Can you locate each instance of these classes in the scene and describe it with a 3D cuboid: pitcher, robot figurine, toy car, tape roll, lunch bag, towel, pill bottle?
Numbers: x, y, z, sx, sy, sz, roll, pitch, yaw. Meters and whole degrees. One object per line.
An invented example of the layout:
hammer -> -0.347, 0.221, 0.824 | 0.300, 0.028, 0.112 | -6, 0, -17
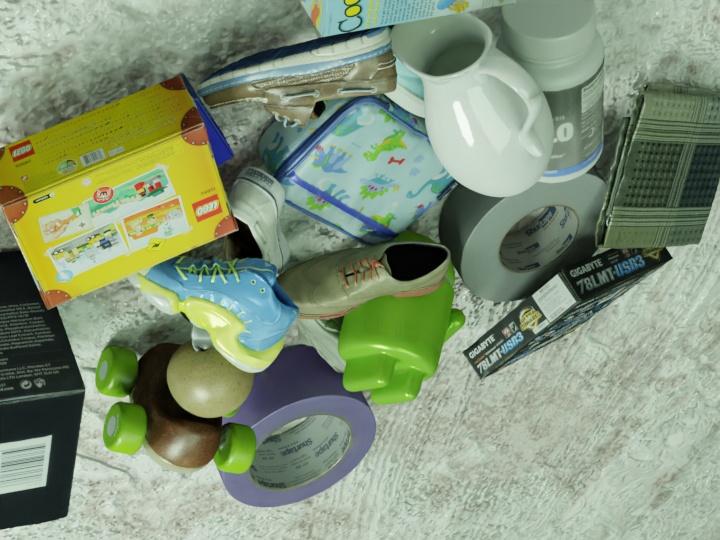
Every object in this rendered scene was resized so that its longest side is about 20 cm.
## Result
pitcher -> 0.128, -0.152, 1.524 | 0.121, 0.171, 0.200 | -44, 137, -9
robot figurine -> 0.042, 0.046, 1.774 | 0.175, 0.201, 0.115 | 26, 155, -32
toy car -> -0.168, 0.104, 1.710 | 0.163, 0.158, 0.200 | 14, 129, -30
tape roll -> 0.192, -0.057, 1.843 | 0.199, 0.066, 0.201 | -18, 140, -16
lunch bag -> 0.002, -0.114, 1.651 | 0.161, 0.083, 0.200 | -40, 140, 19
towel -> 0.355, -0.120, 1.847 | 0.199, 0.034, 0.194 | -2, 113, -42
tape roll -> -0.087, 0.190, 1.922 | 0.199, 0.085, 0.201 | -17, 139, -15
pill bottle -> 0.197, -0.197, 1.654 | 0.113, 0.114, 0.201 | -22, 140, -10

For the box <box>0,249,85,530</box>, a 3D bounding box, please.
box -> -0.359, 0.119, 1.579 | 0.117, 0.201, 0.197 | -7, 137, -25

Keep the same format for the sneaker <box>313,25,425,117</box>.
sneaker -> 0.048, -0.215, 1.574 | 0.082, 0.074, 0.199 | -43, 141, 21

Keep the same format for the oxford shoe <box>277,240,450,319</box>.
oxford shoe -> 0.000, 0.000, 1.678 | 0.199, 0.071, 0.075 | -15, 165, -14

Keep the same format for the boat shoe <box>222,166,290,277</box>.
boat shoe -> -0.116, -0.027, 1.639 | 0.070, 0.071, 0.200 | -57, 171, -25

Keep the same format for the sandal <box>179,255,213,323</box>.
sandal -> -0.174, 0.006, 1.683 | 0.079, 0.058, 0.201 | -11, 141, 37

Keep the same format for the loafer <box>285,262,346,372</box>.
loafer -> -0.047, 0.062, 1.820 | 0.069, 0.070, 0.200 | -14, 136, 29

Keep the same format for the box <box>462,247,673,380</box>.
box -> 0.247, 0.040, 1.903 | 0.199, 0.050, 0.198 | -21, 166, -43

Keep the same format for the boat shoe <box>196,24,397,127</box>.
boat shoe -> -0.060, -0.173, 1.493 | 0.199, 0.072, 0.073 | -11, 109, 24

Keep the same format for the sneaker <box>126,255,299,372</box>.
sneaker -> -0.145, 0.009, 1.589 | 0.200, 0.076, 0.105 | 39, 103, -20

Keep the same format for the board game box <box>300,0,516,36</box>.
board game box -> 0.042, -0.299, 1.454 | 0.199, 0.103, 0.105 | -13, 139, -21

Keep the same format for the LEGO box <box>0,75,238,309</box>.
LEGO box -> -0.230, -0.071, 1.482 | 0.199, 0.077, 0.149 | -23, 140, -9

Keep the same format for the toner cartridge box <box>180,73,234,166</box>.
toner cartridge box -> -0.231, -0.100, 1.547 | 0.199, 0.043, 0.095 | -31, 140, 1
